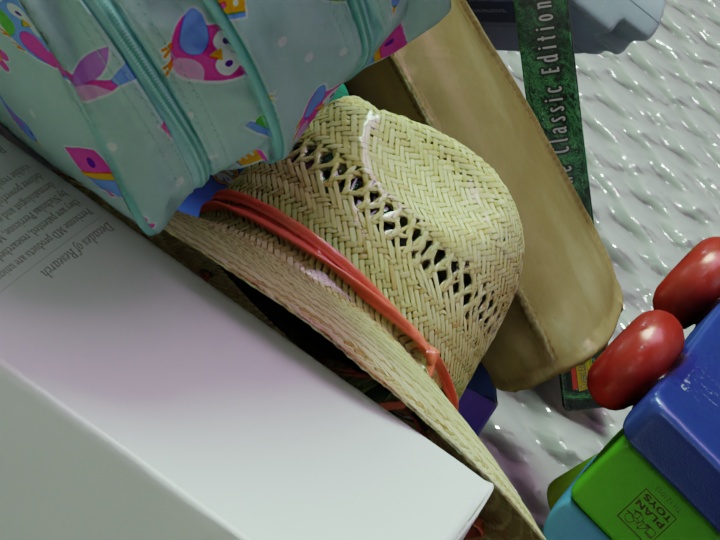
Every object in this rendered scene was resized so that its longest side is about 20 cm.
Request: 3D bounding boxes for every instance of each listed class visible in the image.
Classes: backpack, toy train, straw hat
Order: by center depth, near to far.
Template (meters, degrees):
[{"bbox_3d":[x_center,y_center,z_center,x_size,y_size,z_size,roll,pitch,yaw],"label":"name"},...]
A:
[{"bbox_3d":[-0.060,-0.097,0.604,0.200,0.127,0.167,35,-13,51],"label":"backpack"},{"bbox_3d":[0.000,0.000,0.693,0.200,0.085,0.201,35,-13,9],"label":"straw hat"},{"bbox_3d":[0.108,0.053,0.792,0.085,0.116,0.200,45,30,3],"label":"toy train"}]

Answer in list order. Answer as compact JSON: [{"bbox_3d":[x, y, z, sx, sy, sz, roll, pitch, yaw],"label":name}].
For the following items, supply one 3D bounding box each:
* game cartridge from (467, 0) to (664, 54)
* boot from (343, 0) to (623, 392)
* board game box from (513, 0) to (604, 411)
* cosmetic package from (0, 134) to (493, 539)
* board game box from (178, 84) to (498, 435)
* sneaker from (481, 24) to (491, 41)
[{"bbox_3d":[0.026,-0.140,1.012,0.133,0.041,0.200,30,-8,-27],"label":"game cartridge"},{"bbox_3d":[0.019,-0.074,0.809,0.201,0.066,0.175,59,19,-11],"label":"boot"},{"bbox_3d":[0.071,-0.060,0.893,0.023,0.201,0.105,-8,28,3],"label":"board game box"},{"bbox_3d":[-0.082,0.049,0.598,0.199,0.108,0.085,36,31,5],"label":"cosmetic package"},{"bbox_3d":[-0.024,-0.017,0.857,0.134,0.045,0.200,26,26,-14],"label":"board game box"},{"bbox_3d":[-0.036,-0.101,0.980,0.199,0.074,0.081,28,34,4],"label":"sneaker"}]
